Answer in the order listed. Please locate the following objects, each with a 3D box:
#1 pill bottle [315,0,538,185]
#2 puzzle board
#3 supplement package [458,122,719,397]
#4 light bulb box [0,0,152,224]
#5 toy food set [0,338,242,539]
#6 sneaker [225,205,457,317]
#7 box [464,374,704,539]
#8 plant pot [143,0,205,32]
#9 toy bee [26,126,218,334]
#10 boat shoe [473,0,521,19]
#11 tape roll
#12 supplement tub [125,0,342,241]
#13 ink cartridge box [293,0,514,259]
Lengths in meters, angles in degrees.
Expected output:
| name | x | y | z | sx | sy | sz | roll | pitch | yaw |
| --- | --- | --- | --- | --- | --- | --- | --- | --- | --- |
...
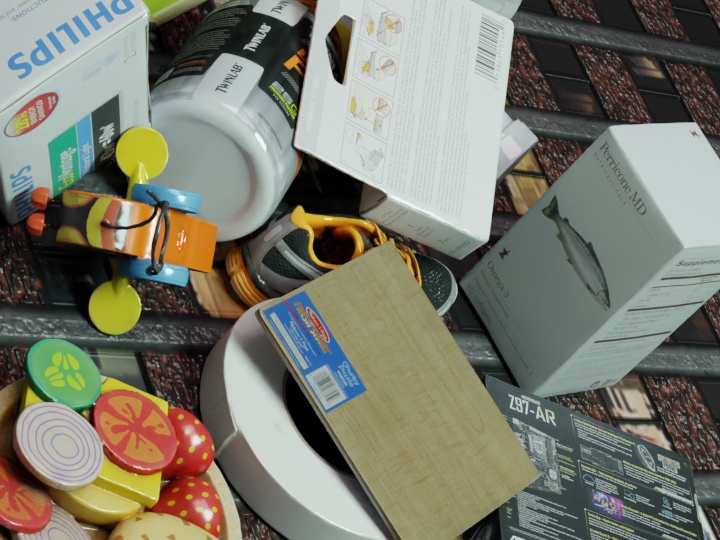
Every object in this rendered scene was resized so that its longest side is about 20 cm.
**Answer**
| name | x | y | z | sx | sy | sz | roll | pitch | yaw |
| --- | --- | --- | --- | --- | --- | --- | --- | --- | --- |
| pill bottle | 0.045 | -0.148 | 1.788 | 0.200 | 0.112 | 0.112 | 45 | 37 | 3 |
| puzzle board | 0.025 | 0.089 | 1.537 | 0.150 | 0.017 | 0.201 | -27 | 82 | -46 |
| supplement package | 0.193 | -0.007 | 1.714 | 0.117 | 0.200 | 0.117 | -5 | 57 | -45 |
| light bulb box | -0.239 | -0.169 | 1.454 | 0.124 | 0.198 | 0.200 | -35 | 78 | -15 |
| toy food set | -0.154 | 0.140 | 1.376 | 0.197 | 0.049 | 0.201 | 25 | 41 | -23 |
| sneaker | 0.000 | 0.000 | 1.633 | 0.199 | 0.077 | 0.079 | 7 | 48 | -41 |
| box | 0.165 | 0.180 | 1.636 | 0.199 | 0.044 | 0.161 | 22 | 41 | -26 |
| plant pot | -0.159 | -0.301 | 1.643 | 0.199 | 0.199 | 0.183 | 34 | 34 | -63 |
| toy bee | -0.160 | -0.037 | 1.479 | 0.108 | 0.200 | 0.132 | 11 | 67 | 7 |
| boat shoe | 0.072 | -0.301 | 1.999 | 0.072 | 0.069 | 0.201 | -17 | 67 | -49 |
| tape roll | -0.019 | 0.109 | 1.542 | 0.202 | 0.037 | 0.204 | 24 | 42 | -23 |
| supplement tub | -0.087 | -0.121 | 1.631 | 0.122 | 0.123 | 0.200 | 37 | 37 | -8 |
| ink cartridge box | 0.026 | -0.132 | 1.659 | 0.175 | 0.045 | 0.201 | 24 | 57 | -25 |
